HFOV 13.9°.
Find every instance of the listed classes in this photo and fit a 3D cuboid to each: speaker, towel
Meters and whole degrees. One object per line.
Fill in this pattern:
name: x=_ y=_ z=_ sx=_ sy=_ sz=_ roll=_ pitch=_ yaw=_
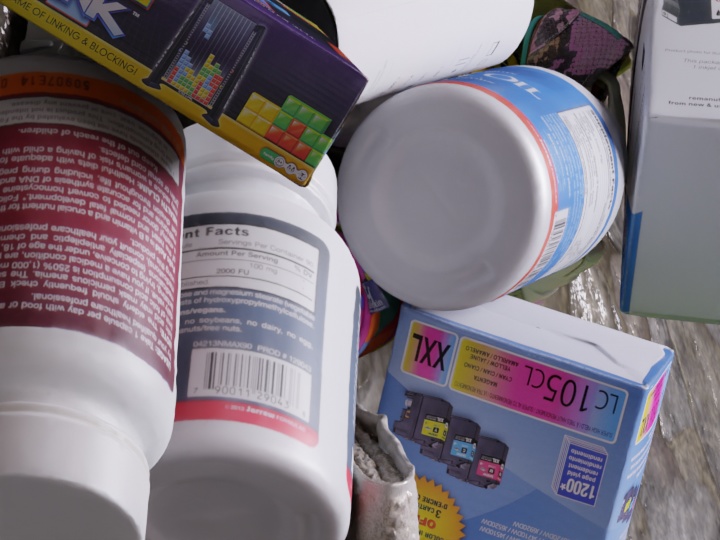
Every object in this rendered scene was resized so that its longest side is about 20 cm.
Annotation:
speaker: x=0.006 y=-0.125 z=1.462 sx=0.200 sy=0.081 sz=0.082 roll=-21 pitch=95 yaw=-56
towel: x=0.005 y=0.141 z=1.406 sx=0.200 sy=0.034 sz=0.134 roll=-129 pitch=-145 yaw=-78

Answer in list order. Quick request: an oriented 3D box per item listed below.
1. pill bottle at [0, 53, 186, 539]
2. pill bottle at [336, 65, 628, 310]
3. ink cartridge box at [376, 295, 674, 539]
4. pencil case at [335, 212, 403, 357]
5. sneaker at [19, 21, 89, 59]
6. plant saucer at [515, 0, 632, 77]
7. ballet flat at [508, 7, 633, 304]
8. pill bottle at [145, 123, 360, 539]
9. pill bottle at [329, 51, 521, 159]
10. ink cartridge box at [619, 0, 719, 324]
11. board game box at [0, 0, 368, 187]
pill bottle: x=-0.130 y=0.022 z=1.200 sx=0.114 sy=0.114 sz=0.201 roll=49 pitch=32 yaw=-46
pill bottle: x=0.071 y=-0.047 z=1.515 sx=0.200 sy=0.112 sz=0.113 roll=-21 pitch=94 yaw=-69
ink cartridge box: x=0.070 y=0.121 z=1.516 sx=0.076 sy=0.136 sz=0.201 roll=-37 pitch=142 yaw=-65
pencil case: x=0.000 y=0.000 z=1.563 sx=0.200 sy=0.088 sz=0.089 roll=-25 pitch=98 yaw=-70
sneaker: x=-0.115 y=-0.108 z=1.399 sx=0.201 sy=0.076 sz=0.081 roll=-75 pitch=154 yaw=-44
plant saucer: x=0.066 y=-0.156 z=1.748 sx=0.031 sy=0.199 sz=0.200 roll=-60 pitch=147 yaw=-4
ballet flat: x=0.108 y=-0.044 z=1.646 sx=0.069 sy=0.071 sz=0.201 roll=-23 pitch=131 yaw=-59
pill bottle: x=-0.059 y=0.034 z=1.353 sx=0.120 sy=0.119 sz=0.201 roll=52 pitch=31 yaw=-43
pill bottle: x=0.041 y=-0.093 z=1.689 sx=0.200 sy=0.111 sz=0.112 roll=35 pitch=44 yaw=-58
ink cartridge box: x=0.190 y=-0.091 z=1.619 sx=0.201 sy=0.084 sz=0.145 roll=-82 pitch=176 yaw=-47
board game box: x=-0.102 y=-0.121 z=1.236 sx=0.199 sy=0.057 sz=0.165 roll=31 pitch=5 yaw=-14
